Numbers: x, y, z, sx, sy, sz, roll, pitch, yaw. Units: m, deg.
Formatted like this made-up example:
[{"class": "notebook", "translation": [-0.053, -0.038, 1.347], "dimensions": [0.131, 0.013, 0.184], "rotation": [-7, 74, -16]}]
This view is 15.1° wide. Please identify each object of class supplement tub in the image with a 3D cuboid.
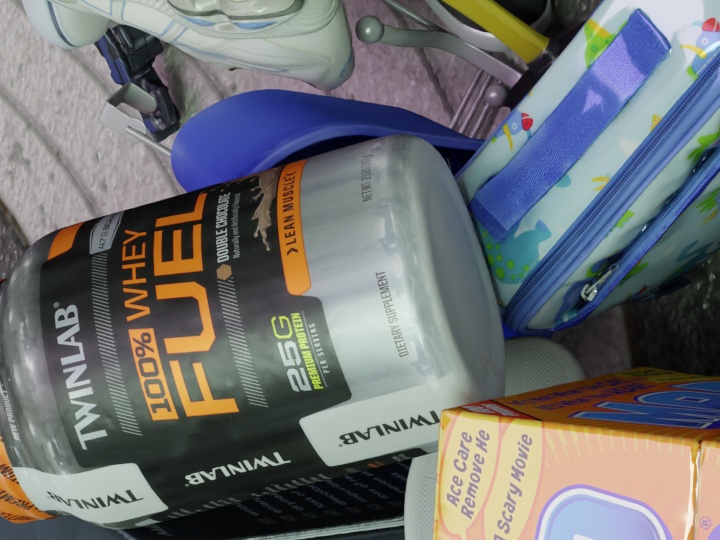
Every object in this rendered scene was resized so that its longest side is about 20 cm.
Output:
[{"class": "supplement tub", "translation": [-0.053, 0.029, 1.051], "dimensions": [0.200, 0.122, 0.123], "rotation": [-16, 77, 13]}]

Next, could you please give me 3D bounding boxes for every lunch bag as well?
[{"class": "lunch bag", "translation": [0.128, -0.064, 1.101], "dimensions": [0.082, 0.161, 0.200], "rotation": [51, 124, 17]}]

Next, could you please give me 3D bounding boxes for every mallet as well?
[{"class": "mallet", "translation": [0.046, -0.130, 1.189], "dimensions": [0.066, 0.200, 0.041], "rotation": [-32, 31, 33]}]

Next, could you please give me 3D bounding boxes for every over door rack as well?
[{"class": "over door rack", "translation": [-0.032, -0.080, 1.308], "dimensions": [0.200, 0.067, 0.148], "rotation": [36, 118, 16]}]

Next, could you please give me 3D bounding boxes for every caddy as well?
[{"class": "caddy", "translation": [0.000, 0.000, 1.185], "dimensions": [0.105, 0.200, 0.142], "rotation": [35, 114, 51]}]

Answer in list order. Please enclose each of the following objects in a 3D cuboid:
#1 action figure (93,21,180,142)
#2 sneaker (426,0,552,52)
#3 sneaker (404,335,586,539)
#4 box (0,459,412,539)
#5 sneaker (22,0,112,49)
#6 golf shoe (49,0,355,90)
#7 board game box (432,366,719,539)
[{"class": "action figure", "translation": [-0.108, -0.177, 1.435], "dimensions": [0.193, 0.105, 0.200], "rotation": [-4, 118, 53]}, {"class": "sneaker", "translation": [0.021, -0.197, 1.258], "dimensions": [0.200, 0.071, 0.099], "rotation": [46, 154, 29]}, {"class": "sneaker", "translation": [0.052, 0.134, 1.144], "dimensions": [0.073, 0.112, 0.200], "rotation": [11, 73, 7]}, {"class": "box", "translation": [-0.081, 0.131, 1.202], "dimensions": [0.200, 0.196, 0.124], "rotation": [26, 110, 45]}, {"class": "sneaker", "translation": [-0.115, -0.194, 1.318], "dimensions": [0.071, 0.073, 0.200], "rotation": [28, 119, 27]}, {"class": "golf shoe", "translation": [-0.087, -0.127, 1.254], "dimensions": [0.200, 0.097, 0.078], "rotation": [22, 67, 38]}, {"class": "board game box", "translation": [0.154, 0.151, 1.015], "dimensions": [0.199, 0.200, 0.201], "rotation": [5, 95, 27]}]
